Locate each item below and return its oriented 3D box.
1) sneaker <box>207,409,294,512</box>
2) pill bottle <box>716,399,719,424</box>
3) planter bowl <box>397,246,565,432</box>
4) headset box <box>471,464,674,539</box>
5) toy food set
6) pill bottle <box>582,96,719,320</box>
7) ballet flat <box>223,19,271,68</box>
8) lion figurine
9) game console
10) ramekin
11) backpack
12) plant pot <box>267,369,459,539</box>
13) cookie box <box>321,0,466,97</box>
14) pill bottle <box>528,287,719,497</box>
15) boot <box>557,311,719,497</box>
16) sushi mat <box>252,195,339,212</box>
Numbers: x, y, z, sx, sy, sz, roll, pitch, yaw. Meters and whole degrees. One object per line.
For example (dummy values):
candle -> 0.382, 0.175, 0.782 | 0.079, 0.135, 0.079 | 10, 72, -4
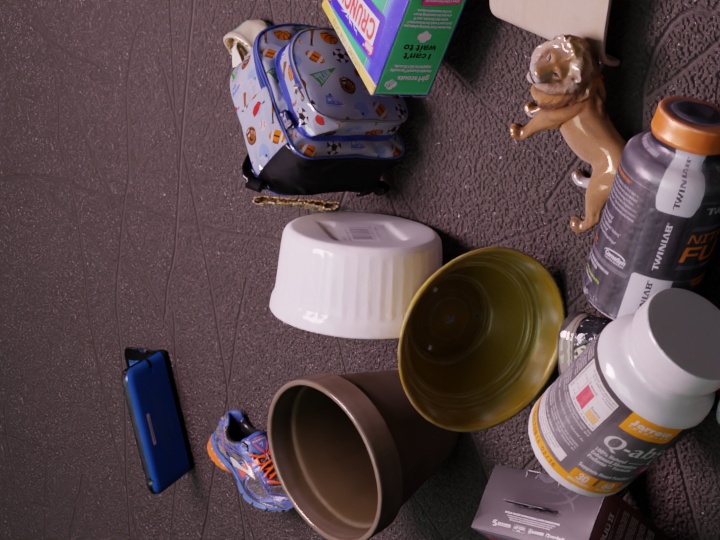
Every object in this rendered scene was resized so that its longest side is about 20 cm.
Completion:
sneaker -> -0.148, 0.272, 1.808 | 0.200, 0.075, 0.079 | 34, 126, 34
pill bottle -> 0.411, 0.147, 1.072 | 0.200, 0.111, 0.112 | 42, 133, 31
planter bowl -> 0.111, 0.062, 1.342 | 0.083, 0.200, 0.201 | -146, 49, -60
headset box -> 0.221, 0.271, 1.284 | 0.148, 0.075, 0.200 | 4, 152, 48
toy food set -> 0.198, -0.303, 1.187 | 0.143, 0.060, 0.201 | 34, 137, 36
pill bottle -> 0.275, -0.054, 1.150 | 0.106, 0.106, 0.201 | 37, 131, 34
ballet flat -> -0.113, -0.213, 1.570 | 0.069, 0.069, 0.201 | -31, 81, 50
lion figurine -> 0.217, -0.127, 1.210 | 0.200, 0.072, 0.122 | 50, 144, -10
game console -> -0.344, 0.232, 1.990 | 0.118, 0.171, 0.201 | -9, 100, 23
ramekin -> 0.000, 0.000, 1.429 | 0.200, 0.200, 0.098 | 20, 112, 43
backpack -> -0.053, -0.188, 1.424 | 0.154, 0.200, 0.191 | -50, 57, 35
plant pot -> 0.016, 0.198, 1.503 | 0.200, 0.173, 0.201 | 22, 121, 42
cookie box -> 0.042, -0.307, 1.305 | 0.171, 0.075, 0.200 | 64, 145, 40
pill bottle -> 0.243, 0.110, 1.138 | 0.117, 0.116, 0.200 | 54, 141, 19
boot -> 0.278, 0.144, 1.258 | 0.153, 0.073, 0.204 | 3, 109, 46
sushi mat -> -0.076, -0.078, 1.484 | 0.200, 0.095, 0.012 | -145, 60, -86
